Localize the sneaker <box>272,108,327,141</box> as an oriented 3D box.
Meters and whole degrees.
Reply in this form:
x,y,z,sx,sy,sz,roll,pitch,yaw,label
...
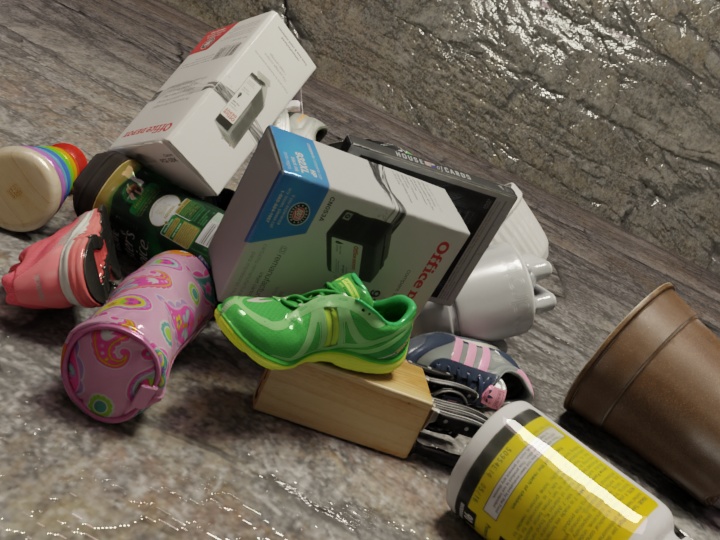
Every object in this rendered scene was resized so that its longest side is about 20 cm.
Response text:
x,y,z,sx,sy,sz,roll,pitch,yaw,label
-0.075,-0.094,0.934,0.078,0.074,0.202,8,65,-9,sneaker

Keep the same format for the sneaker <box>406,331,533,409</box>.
x,y,z,sx,sy,sz,roll,pitch,yaw,label
0.116,0.116,0.920,0.198,0.071,0.082,6,25,-42,sneaker

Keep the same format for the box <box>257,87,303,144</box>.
x,y,z,sx,sy,sz,roll,pitch,yaw,label
-0.095,-0.117,1.044,0.059,0.202,0.117,-3,-22,-6,box

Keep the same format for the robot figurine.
x,y,z,sx,sy,sz,roll,pitch,yaw,label
0.131,0.033,1.009,0.198,0.172,0.113,-14,11,-8,robot figurine

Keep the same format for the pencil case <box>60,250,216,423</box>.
x,y,z,sx,sy,sz,roll,pitch,yaw,label
-0.176,0.047,0.700,0.087,0.088,0.200,24,16,-3,pencil case

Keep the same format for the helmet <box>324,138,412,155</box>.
x,y,z,sx,sy,sz,roll,pitch,yaw,label
0.016,-0.086,1.166,0.189,0.202,0.199,-12,39,-45,helmet

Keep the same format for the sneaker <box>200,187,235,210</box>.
x,y,z,sx,sy,sz,roll,pitch,yaw,label
-0.182,-0.070,1.023,0.073,0.082,0.200,4,27,-48,sneaker

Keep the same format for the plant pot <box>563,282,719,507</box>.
x,y,z,sx,sy,sz,roll,pitch,yaw,label
0.382,0.154,0.995,0.198,0.201,0.199,42,23,25,plant pot

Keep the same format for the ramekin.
x,y,z,sx,sy,sz,roll,pitch,yaw,label
0.165,-0.017,1.160,0.105,0.200,0.200,49,17,-4,ramekin

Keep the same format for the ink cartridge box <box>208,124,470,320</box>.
x,y,z,sx,sy,sz,roll,pitch,yaw,label
-0.021,-0.026,0.785,0.198,0.146,0.084,16,30,-28,ink cartridge box

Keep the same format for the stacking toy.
x,y,z,sx,sy,sz,roll,pitch,yaw,label
-0.343,-0.102,0.920,0.085,0.086,0.200,23,12,-7,stacking toy

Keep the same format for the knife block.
x,y,z,sx,sy,sz,roll,pitch,yaw,label
0.025,0.128,0.772,0.175,0.065,0.199,35,20,29,knife block

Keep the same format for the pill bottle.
x,y,z,sx,sy,sz,roll,pitch,yaw,label
0.175,0.206,0.673,0.199,0.115,0.114,36,21,31,pill bottle

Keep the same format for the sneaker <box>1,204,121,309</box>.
x,y,z,sx,sy,sz,roll,pitch,yaw,label
-0.271,-0.012,0.761,0.086,0.075,0.200,-11,12,-7,sneaker

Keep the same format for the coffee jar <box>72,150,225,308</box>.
x,y,z,sx,sy,sz,roll,pitch,yaw,label
-0.203,-0.043,0.882,0.199,0.086,0.105,29,-22,11,coffee jar

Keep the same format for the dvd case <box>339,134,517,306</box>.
x,y,z,sx,sy,sz,roll,pitch,yaw,label
0.044,-0.045,0.864,0.198,0.151,0.025,13,32,-26,dvd case

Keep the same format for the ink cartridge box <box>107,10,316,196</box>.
x,y,z,sx,sy,sz,roll,pitch,yaw,label
-0.164,-0.178,0.929,0.146,0.201,0.083,4,-36,49,ink cartridge box

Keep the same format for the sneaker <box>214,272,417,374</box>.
x,y,z,sx,sy,sz,roll,pitch,yaw,label
-0.034,0.037,0.709,0.198,0.084,0.074,7,26,-40,sneaker
